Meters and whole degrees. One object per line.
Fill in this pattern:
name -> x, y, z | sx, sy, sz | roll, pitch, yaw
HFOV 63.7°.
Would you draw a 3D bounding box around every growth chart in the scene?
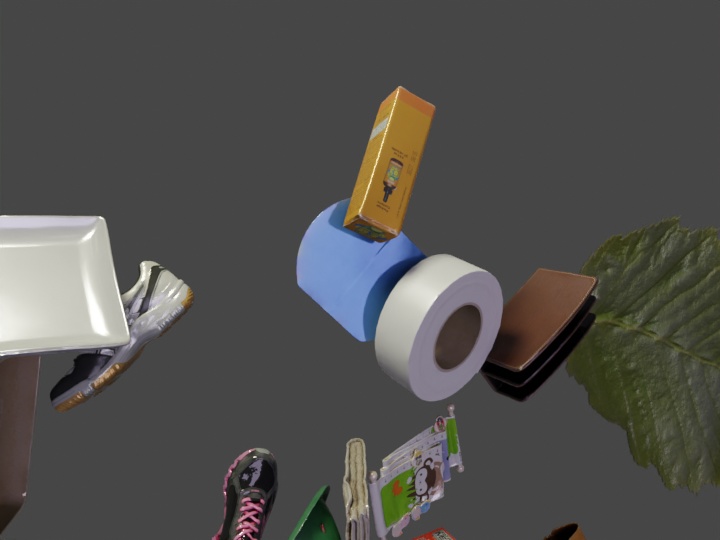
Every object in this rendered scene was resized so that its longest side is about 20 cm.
growth chart -> 0.088, 0.315, 0.888 | 0.199, 0.018, 0.146 | -29, 113, -32

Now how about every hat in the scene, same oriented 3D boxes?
hat -> -0.022, 0.412, 0.743 | 0.175, 0.166, 0.201 | 27, 64, 13

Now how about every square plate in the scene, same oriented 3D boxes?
square plate -> -0.355, 0.016, 0.594 | 0.196, 0.201, 0.029 | -4, 136, -31

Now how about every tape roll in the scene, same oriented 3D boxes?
tape roll -> 0.116, 0.082, 0.830 | 0.201, 0.071, 0.204 | -22, 124, -36

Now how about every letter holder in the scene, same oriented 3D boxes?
letter holder -> 0.291, 0.104, 0.913 | 0.200, 0.142, 0.101 | -44, 110, -15

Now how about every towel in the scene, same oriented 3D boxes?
towel -> -0.005, 0.327, 0.775 | 0.034, 0.200, 0.134 | -2, 97, 0

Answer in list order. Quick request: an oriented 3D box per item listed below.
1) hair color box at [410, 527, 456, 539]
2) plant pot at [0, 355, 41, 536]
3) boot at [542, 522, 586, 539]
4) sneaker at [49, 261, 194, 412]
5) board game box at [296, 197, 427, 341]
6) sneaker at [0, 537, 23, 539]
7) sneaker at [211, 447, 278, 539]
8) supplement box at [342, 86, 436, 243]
hair color box -> 0.062, 0.487, 0.889 | 0.198, 0.061, 0.103 | -10, 99, -22
plant pot -> -0.444, 0.171, 0.563 | 0.175, 0.200, 0.202 | 7, 92, -13
boot -> 0.410, 0.513, 1.045 | 0.200, 0.071, 0.145 | -22, 106, -16
sneaker -> -0.296, 0.073, 0.689 | 0.088, 0.076, 0.200 | 45, 73, -5
board game box -> 0.000, 0.000, 0.827 | 0.200, 0.039, 0.158 | 43, 78, -14
sneaker -> -0.420, 0.409, 0.659 | 0.088, 0.075, 0.202 | 4, 92, -36
sneaker -> -0.151, 0.339, 0.759 | 0.078, 0.095, 0.202 | 19, 86, -22
supplement box -> 0.040, -0.143, 0.793 | 0.066, 0.069, 0.202 | 24, 71, -20
